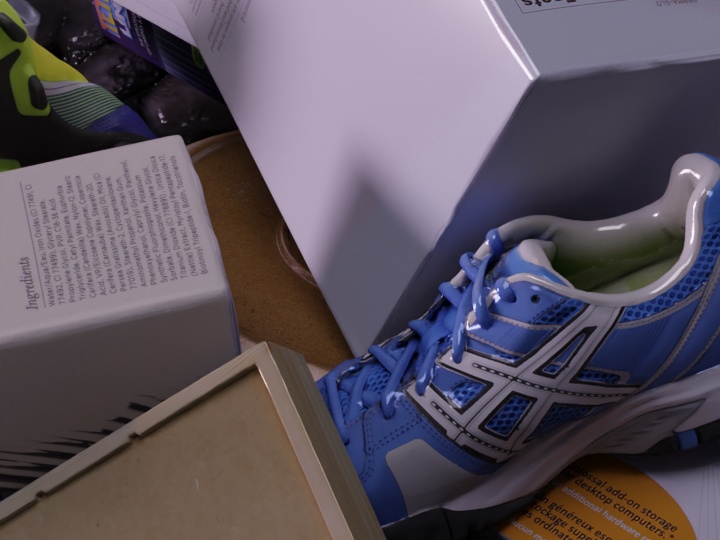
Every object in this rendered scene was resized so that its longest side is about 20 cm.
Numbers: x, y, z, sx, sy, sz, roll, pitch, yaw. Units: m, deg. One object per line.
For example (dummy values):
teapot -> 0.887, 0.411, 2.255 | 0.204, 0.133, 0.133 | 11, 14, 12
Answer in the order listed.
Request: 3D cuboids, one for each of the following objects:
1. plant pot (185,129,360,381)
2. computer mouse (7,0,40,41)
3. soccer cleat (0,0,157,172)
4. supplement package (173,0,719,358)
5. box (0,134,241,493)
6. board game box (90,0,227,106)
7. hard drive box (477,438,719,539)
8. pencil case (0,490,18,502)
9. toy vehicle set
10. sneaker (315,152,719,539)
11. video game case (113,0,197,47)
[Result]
plant pot -> 0.000, 0.000, 0.780 | 0.200, 0.028, 0.200 | 8, 35, -6
computer mouse -> -0.171, -0.086, 0.908 | 0.110, 0.044, 0.200 | 21, 69, 29
soccer cleat -> -0.142, -0.066, 0.806 | 0.084, 0.200, 0.065 | 37, 88, 32
supplement package -> 0.046, -0.100, 0.737 | 0.151, 0.152, 0.200 | -10, 59, -31
box -> -0.140, 0.026, 0.668 | 0.200, 0.068, 0.082 | -12, 44, -6
board game box -> 0.005, -0.143, 0.954 | 0.200, 0.057, 0.165 | -37, 48, -26
hard drive box -> 0.160, 0.079, 0.682 | 0.156, 0.077, 0.200 | 30, 55, 33
pencil case -> -0.150, 0.060, 0.744 | 0.084, 0.086, 0.200 | -14, 44, 5
toy vehicle set -> -0.034, 0.136, 0.598 | 0.124, 0.027, 0.200 | -31, 67, 15
sneaker -> 0.037, 0.027, 0.651 | 0.200, 0.077, 0.076 | -24, 32, -2
video game case -> -0.022, -0.156, 0.890 | 0.200, 0.024, 0.182 | 30, 58, 16
